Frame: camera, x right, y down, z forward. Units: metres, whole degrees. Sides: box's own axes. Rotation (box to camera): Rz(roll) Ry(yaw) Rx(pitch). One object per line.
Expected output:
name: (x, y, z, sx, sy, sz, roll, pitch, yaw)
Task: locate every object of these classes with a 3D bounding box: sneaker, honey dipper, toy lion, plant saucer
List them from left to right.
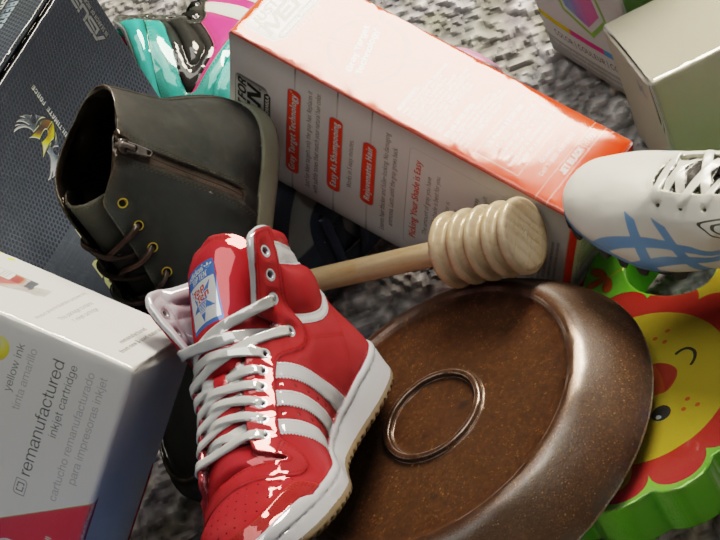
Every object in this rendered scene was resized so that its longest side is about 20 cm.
sneaker: (-0.100, 0.012, 1.425, 0.075, 0.106, 0.201, -9, 78, 46)
sneaker: (-0.090, -0.136, 1.684, 0.120, 0.084, 0.200, -8, 41, 5)
sneaker: (-0.052, 0.054, 1.297, 0.071, 0.113, 0.200, -30, 16, 23)
honey dipper: (0.000, 0.000, 1.428, 0.199, 0.038, 0.038, -12, 37, 37)
sneaker: (0.009, -0.052, 1.538, 0.082, 0.070, 0.200, 2, 46, 33)
plant saucer: (0.041, 0.075, 1.364, 0.200, 0.035, 0.201, -26, 36, 21)
toy lion: (0.152, 0.037, 1.375, 0.191, 0.069, 0.200, -23, 37, 14)
sneaker: (0.178, -0.034, 1.313, 0.199, 0.073, 0.072, 8, 47, 34)

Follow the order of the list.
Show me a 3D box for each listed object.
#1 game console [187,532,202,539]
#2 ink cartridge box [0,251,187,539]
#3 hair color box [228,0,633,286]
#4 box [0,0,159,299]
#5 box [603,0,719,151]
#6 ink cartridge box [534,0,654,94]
game console: (-0.107, 0.179, 1.288, 0.200, 0.117, 0.176, -38, 40, -18)
ink cartridge box: (-0.199, 0.065, 1.373, 0.199, 0.146, 0.083, 22, 17, 12)
hair color box: (0.031, -0.061, 1.456, 0.200, 0.102, 0.061, 29, 58, 17)
box: (-0.145, -0.029, 1.484, 0.051, 0.200, 0.158, -7, 39, 35)
box: (0.232, -0.124, 1.500, 0.199, 0.082, 0.068, -25, 38, -4)
ink cartridge box: (0.121, -0.189, 1.535, 0.059, 0.200, 0.104, -35, 38, -14)
